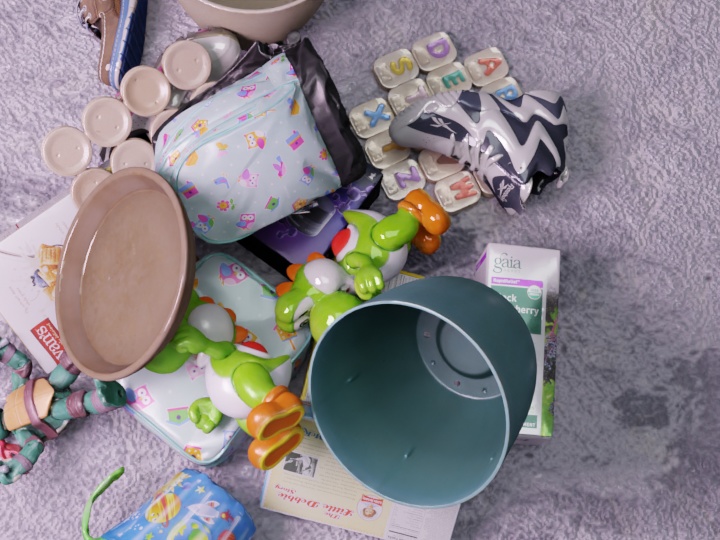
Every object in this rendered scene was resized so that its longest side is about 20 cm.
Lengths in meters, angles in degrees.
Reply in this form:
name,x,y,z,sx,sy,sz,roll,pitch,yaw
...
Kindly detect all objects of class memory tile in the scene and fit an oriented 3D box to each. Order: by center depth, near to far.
name,x,y,z,sx,sy,sz,roll,pitch,yaw
memory tile,-0.209,-0.124,1.281,0.200,0.017,0.154,-37,109,-7

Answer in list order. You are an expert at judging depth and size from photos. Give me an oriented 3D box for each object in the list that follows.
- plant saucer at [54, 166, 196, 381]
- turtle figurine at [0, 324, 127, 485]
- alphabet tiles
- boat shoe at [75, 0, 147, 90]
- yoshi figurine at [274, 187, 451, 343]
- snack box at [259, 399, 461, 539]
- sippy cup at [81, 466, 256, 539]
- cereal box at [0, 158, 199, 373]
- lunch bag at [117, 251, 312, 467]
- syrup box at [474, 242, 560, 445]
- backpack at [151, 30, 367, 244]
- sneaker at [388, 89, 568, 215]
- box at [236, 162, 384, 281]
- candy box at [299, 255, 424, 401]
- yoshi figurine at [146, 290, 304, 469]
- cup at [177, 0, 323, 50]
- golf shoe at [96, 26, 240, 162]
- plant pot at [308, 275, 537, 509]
name,x,y,z,sx,sy,sz,roll,pitch,yaw
plant saucer,-0.218,0.004,1.179,0.029,0.199,0.202,14,71,-46
turtle figurine,-0.330,0.131,1.263,0.199,0.101,0.151,-26,75,16
alphabet tiles,0.095,-0.167,1.417,0.195,0.015,0.201,-24,78,-9
boat shoe,-0.277,-0.291,1.404,0.072,0.072,0.201,3,66,2
yoshi figurine,0.009,0.013,1.275,0.200,0.112,0.113,-37,119,-18
snack box,0.006,0.207,1.276,0.199,0.037,0.117,14,111,0
sippy cup,-0.177,0.271,1.237,0.130,0.139,0.178,-50,122,-24
cereal box,-0.286,-0.009,1.308,0.200,0.039,0.144,-38,113,-12
lunch bag,-0.154,0.088,1.306,0.160,0.077,0.200,36,76,7
syrup box,0.160,0.078,1.325,0.078,0.081,0.202,6,77,-3
backpack,-0.107,-0.118,1.235,0.199,0.127,0.168,-26,116,-3
sneaker,0.135,-0.120,1.358,0.198,0.080,0.130,-2,67,-15
box,-0.096,-0.096,1.357,0.199,0.079,0.141,35,74,5
candy box,-0.002,0.090,1.336,0.102,0.026,0.201,16,75,-9
yoshi figurine,-0.147,0.098,1.199,0.113,0.112,0.200,-50,62,12
cup,-0.119,-0.322,1.370,0.199,0.143,0.202,2,66,-4
golf shoe,-0.198,-0.174,1.334,0.200,0.072,0.093,-35,57,22
plant pot,0.076,0.096,1.188,0.201,0.201,0.161,44,34,8
